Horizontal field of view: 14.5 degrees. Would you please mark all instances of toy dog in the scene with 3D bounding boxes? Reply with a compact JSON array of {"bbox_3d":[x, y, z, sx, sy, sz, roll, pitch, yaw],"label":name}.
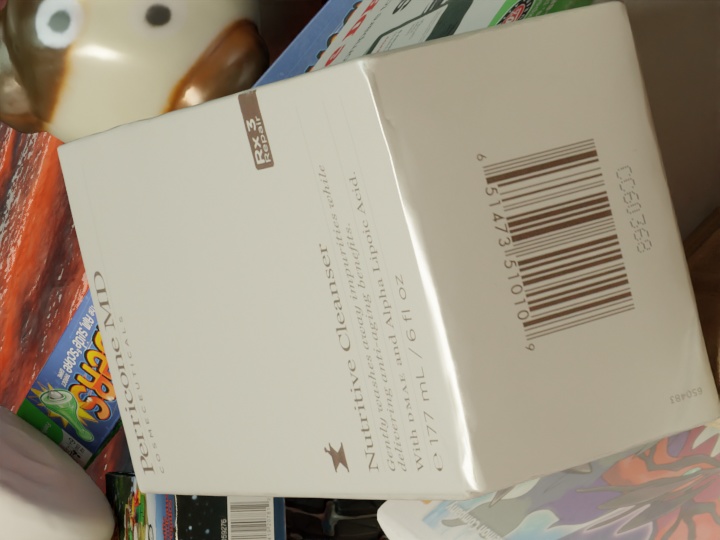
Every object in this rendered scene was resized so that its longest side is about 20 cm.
[{"bbox_3d":[-0.083,-0.118,1.133,0.200,0.140,0.194,-65,-10,-61],"label":"toy dog"}]

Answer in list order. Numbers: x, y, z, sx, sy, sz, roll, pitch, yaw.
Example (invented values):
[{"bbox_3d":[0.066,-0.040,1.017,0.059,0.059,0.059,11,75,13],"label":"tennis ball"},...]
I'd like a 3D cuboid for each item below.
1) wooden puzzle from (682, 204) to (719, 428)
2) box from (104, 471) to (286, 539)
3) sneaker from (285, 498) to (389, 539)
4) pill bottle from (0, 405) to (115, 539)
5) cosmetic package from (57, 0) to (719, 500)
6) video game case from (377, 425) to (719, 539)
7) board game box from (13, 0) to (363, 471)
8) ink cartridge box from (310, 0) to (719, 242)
[{"bbox_3d":[0.171,-0.031,0.692,0.200,0.037,0.185,-48,22,-15],"label":"wooden puzzle"},{"bbox_3d":[-0.054,0.167,0.939,0.137,0.038,0.200,167,102,-75],"label":"box"},{"bbox_3d":[-0.009,0.103,0.986,0.200,0.078,0.090,-114,31,-59],"label":"sneaker"},{"bbox_3d":[-0.180,0.137,0.969,0.200,0.111,0.111,-56,28,7],"label":"pill bottle"},{"bbox_3d":[0.000,0.000,0.759,0.200,0.081,0.113,-12,92,61],"label":"cosmetic package"},{"bbox_3d":[0.107,0.036,0.728,0.182,0.023,0.200,-41,21,-8],"label":"video game case"},{"bbox_3d":[-0.040,-0.030,1.019,0.200,0.034,0.135,-51,-2,-36],"label":"board game box"},{"bbox_3d":[0.058,-0.059,0.875,0.146,0.084,0.200,-54,17,-26],"label":"ink cartridge box"}]
